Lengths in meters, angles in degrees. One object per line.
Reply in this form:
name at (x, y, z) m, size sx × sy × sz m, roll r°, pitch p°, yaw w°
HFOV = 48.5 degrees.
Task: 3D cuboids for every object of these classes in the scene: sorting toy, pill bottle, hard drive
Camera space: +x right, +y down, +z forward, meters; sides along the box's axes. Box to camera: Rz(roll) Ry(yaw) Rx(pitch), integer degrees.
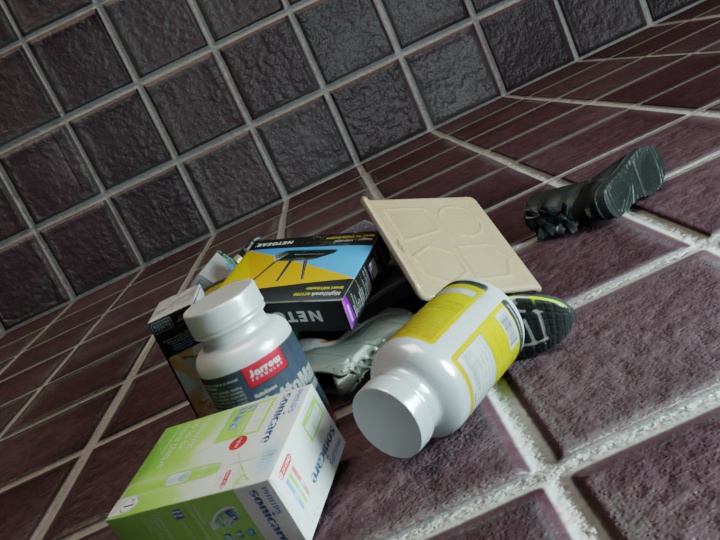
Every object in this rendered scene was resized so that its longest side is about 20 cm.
sorting toy at (0.113, -0.028, 1.031) m, size 0.199 × 0.037 × 0.186 m, roll 0°, pitch 43°, yaw -30°
pill bottle at (0.080, 0.099, 0.825) m, size 0.112 × 0.112 × 0.200 m, roll -12°, pitch 19°, yaw 44°
pill bottle at (-0.120, 0.119, 0.925) m, size 0.119 × 0.201 × 0.120 m, roll -24°, pitch 14°, yaw 6°
hard drive at (0.000, 0.000, 1.102) m, size 0.134 × 0.042 × 0.200 m, roll -29°, pitch 30°, yaw -13°

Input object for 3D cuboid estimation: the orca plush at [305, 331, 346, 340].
orca plush at (-0.019, 0.105, 1.139) m, size 0.199 × 0.072 × 0.105 m, roll -10°, pitch -24°, yaw 36°

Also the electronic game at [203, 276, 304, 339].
electronic game at (-0.176, 0.103, 1.146) m, size 0.199 × 0.201 × 0.042 m, roll -24°, pitch -22°, yaw 5°

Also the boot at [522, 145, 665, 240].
boot at (0.357, -0.120, 1.239) m, size 0.198 × 0.074 × 0.162 m, roll -36°, pitch 14°, yaw -34°

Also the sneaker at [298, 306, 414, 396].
sneaker at (-0.007, 0.119, 1.034) m, size 0.199 × 0.076 × 0.092 m, roll -22°, pitch 36°, yaw 1°

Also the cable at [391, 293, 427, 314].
cable at (0.104, 0.009, 1.126) m, size 0.199 × 0.051 × 0.164 m, roll -15°, pitch 52°, yaw 19°

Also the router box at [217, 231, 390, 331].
router box at (-0.077, 0.014, 1.030) m, size 0.199 × 0.051 × 0.149 m, roll -4°, pitch 34°, yaw 27°

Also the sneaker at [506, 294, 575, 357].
sneaker at (0.163, 0.056, 0.935) m, size 0.199 × 0.074 × 0.081 m, roll -9°, pitch 17°, yaw 43°

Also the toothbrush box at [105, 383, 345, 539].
toothbrush box at (-0.132, 0.214, 0.815) m, size 0.199 × 0.086 × 0.146 m, roll -18°, pitch 22°, yaw 23°

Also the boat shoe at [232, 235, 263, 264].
boat shoe at (-0.111, 0.028, 1.237) m, size 0.062 × 0.200 × 0.075 m, roll -46°, pitch 21°, yaw -6°

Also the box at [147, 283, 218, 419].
box at (-0.193, 0.128, 1.022) m, size 0.060 × 0.201 × 0.117 m, roll -24°, pitch 12°, yaw -1°

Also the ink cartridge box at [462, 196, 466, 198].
ink cartridge box at (0.098, -0.038, 1.316) m, size 0.199 × 0.104 × 0.059 m, roll -17°, pitch 17°, yaw 31°

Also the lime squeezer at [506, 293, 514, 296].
lime squeezer at (0.186, 0.021, 1.116) m, size 0.071 × 0.038 × 0.200 m, roll -59°, pitch 20°, yaw -4°

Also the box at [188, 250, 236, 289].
box at (-0.168, 0.052, 1.282) m, size 0.036 × 0.200 × 0.144 m, roll -52°, pitch 9°, yaw 15°
